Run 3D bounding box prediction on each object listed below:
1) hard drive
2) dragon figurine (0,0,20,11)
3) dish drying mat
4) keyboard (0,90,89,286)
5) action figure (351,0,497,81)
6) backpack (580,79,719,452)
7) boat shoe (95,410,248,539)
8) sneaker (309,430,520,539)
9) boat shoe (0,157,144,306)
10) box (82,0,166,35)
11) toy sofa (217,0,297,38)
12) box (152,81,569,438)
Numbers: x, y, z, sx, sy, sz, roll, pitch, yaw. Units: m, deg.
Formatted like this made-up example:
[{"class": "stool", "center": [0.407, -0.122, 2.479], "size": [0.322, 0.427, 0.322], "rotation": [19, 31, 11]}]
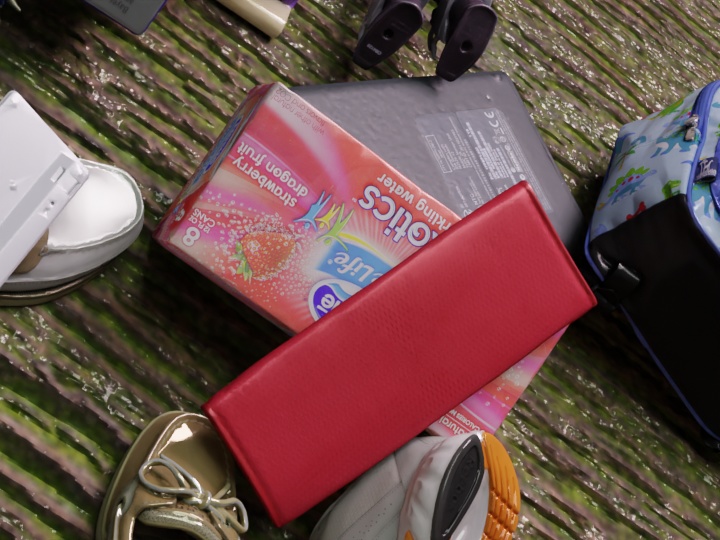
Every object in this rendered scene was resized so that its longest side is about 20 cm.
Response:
[{"class": "hard drive", "center": [0.042, -0.053, 1.098], "size": [0.199, 0.033, 0.141], "rotation": [-9, 66, -42]}, {"class": "dragon figurine", "center": [-0.231, -0.106, 0.905], "size": [0.099, 0.059, 0.201], "rotation": [26, 46, -21]}, {"class": "dish drying mat", "center": [0.021, 0.040, 0.899], "size": [0.199, 0.018, 0.077], "rotation": [-35, 100, -13]}, {"class": "keyboard", "center": [-0.193, 0.003, 0.812], "size": [0.056, 0.011, 0.201], "rotation": [45, 55, -16]}, {"class": "action figure", "center": [0.034, -0.200, 1.178], "size": [0.129, 0.070, 0.201], "rotation": [21, 34, -16]}, {"class": "backpack", "center": [0.244, -0.022, 1.144], "size": [0.183, 0.146, 0.201], "rotation": [49, 32, -21]}, {"class": "boat shoe", "center": [-0.087, 0.144, 0.832], "size": [0.073, 0.063, 0.202], "rotation": [30, 46, -17]}, {"class": "sneaker", "center": [0.002, 0.168, 0.886], "size": [0.076, 0.091, 0.201], "rotation": [48, 61, -32]}, {"class": "boat shoe", "center": [-0.182, -0.028, 0.879], "size": [0.199, 0.068, 0.075], "rotation": [-11, 67, -42]}, {"class": "box", "center": [-0.157, -0.254, 1.004], "size": [0.183, 0.105, 0.201], "rotation": [32, 29, -16]}, {"class": "toy sofa", "center": [-0.029, -0.227, 1.051], "size": [0.082, 0.200, 0.098], "rotation": [31, 39, -16]}, {"class": "box", "center": [0.000, 0.000, 0.955], "size": [0.199, 0.095, 0.103], "rotation": [37, 87, -11]}]
